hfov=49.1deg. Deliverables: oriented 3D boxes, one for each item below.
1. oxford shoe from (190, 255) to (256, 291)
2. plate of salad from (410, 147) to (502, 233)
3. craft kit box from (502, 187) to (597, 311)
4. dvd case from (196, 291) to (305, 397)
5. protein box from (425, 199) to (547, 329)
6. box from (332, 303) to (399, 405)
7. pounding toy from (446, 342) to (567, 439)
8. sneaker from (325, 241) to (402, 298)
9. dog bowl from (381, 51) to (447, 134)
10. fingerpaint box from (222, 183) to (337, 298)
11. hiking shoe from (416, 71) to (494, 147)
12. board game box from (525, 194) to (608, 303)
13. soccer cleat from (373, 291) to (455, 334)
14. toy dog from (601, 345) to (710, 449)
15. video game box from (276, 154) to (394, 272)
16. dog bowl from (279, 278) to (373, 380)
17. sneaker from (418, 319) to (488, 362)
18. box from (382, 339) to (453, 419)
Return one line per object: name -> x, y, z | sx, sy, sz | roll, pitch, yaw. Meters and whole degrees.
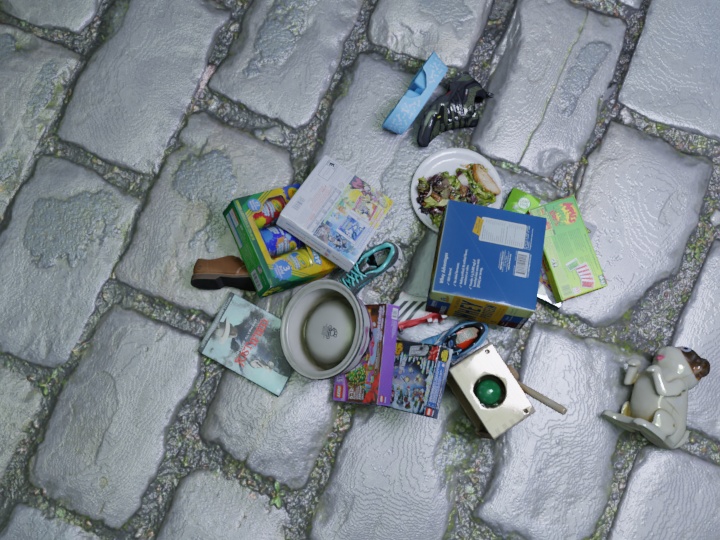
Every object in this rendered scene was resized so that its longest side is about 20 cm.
oxford shoe -> -0.255, 0.001, 1.666 | 0.199, 0.071, 0.072 | 5, 61, -4
plate of salad -> 0.208, -0.171, 1.700 | 0.199, 0.048, 0.201 | 0, 80, 0
craft kit box -> 0.372, -0.047, 1.680 | 0.199, 0.049, 0.198 | 25, 78, 5
dvd case -> -0.223, 0.154, 1.659 | 0.199, 0.022, 0.146 | 29, 81, 6
protein box -> 0.247, -0.010, 1.571 | 0.199, 0.135, 0.200 | 11, 71, 3
box -> 0.010, 0.170, 1.601 | 0.039, 0.136, 0.201 | 15, 76, -40
pounding toy -> 0.275, 0.238, 1.548 | 0.142, 0.200, 0.185 | -32, 81, -6
sneaker -> 0.000, 0.000, 1.649 | 0.200, 0.091, 0.078 | -39, 81, -6
dog bowl -> 0.121, -0.381, 1.711 | 0.049, 0.111, 0.200 | 34, 82, -7
fingerpaint box -> -0.166, -0.065, 1.636 | 0.166, 0.073, 0.201 | -17, 78, -34
hiking shoe -> 0.205, -0.338, 1.716 | 0.101, 0.076, 0.200 | 36, 81, 10
board game box -> 0.424, -0.044, 1.634 | 0.101, 0.048, 0.201 | -18, 80, -3
soccer cleat -> 0.121, 0.078, 1.648 | 0.199, 0.069, 0.086 | -16, 72, -2
toy dog -> 0.617, 0.244, 1.579 | 0.193, 0.140, 0.201 | 30, 81, -8
video game box -> -0.050, -0.122, 1.644 | 0.182, 0.047, 0.200 | 33, 55, 0
dog bowl -> -0.062, 0.122, 1.581 | 0.199, 0.074, 0.201 | -8, 75, 30
sneaker -> 0.173, 0.156, 1.619 | 0.200, 0.090, 0.079 | -34, 81, -2
box -> 0.089, 0.210, 1.566 | 0.040, 0.200, 0.138 | 22, 77, -35
